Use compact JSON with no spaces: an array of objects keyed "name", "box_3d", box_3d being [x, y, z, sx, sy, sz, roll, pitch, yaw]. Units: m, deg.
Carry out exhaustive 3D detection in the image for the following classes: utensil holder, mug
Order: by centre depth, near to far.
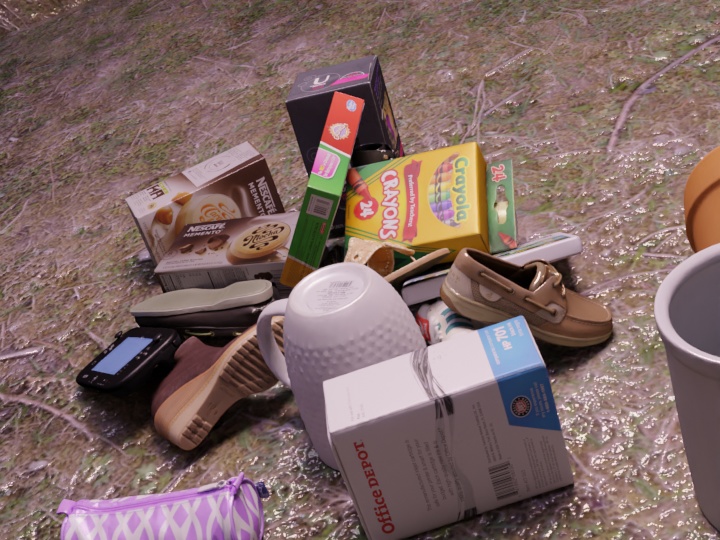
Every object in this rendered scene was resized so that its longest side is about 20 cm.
[{"name":"utensil holder","box_3d":[0.335,0.099,0.894,0.167,0.202,0.171,-14,32,9]},{"name":"mug","box_3d":[-0.025,0.087,1.141,0.198,0.177,0.148,6,39,36]}]

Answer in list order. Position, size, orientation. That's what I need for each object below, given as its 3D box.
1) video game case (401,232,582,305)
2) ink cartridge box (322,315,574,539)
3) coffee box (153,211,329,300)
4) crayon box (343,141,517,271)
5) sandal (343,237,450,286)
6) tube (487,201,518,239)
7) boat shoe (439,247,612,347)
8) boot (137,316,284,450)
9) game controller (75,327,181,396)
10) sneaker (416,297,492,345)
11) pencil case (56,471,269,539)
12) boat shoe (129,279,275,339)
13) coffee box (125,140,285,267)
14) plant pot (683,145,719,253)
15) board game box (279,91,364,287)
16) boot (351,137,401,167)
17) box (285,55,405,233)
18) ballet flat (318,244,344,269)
[{"name":"video game case","box_3d":[0.144,-0.004,1.259,0.197,0.022,0.182,-16,2,5]},{"name":"ink cartridge box","box_3d":[0.080,0.148,1.014,0.197,0.148,0.086,-17,32,4]},{"name":"coffee box","box_3d":[-0.154,-0.008,1.455,0.197,0.081,0.114,-4,35,23]},{"name":"crayon box","box_3d":[0.080,-0.073,1.293,0.197,0.051,0.129,-11,58,19]},{"name":"sandal","box_3d":[-0.003,0.001,1.212,0.211,0.070,0.077,-33,-11,33]},{"name":"tube","box_3d":[0.089,-0.047,1.334,0.197,0.052,0.059,-7,44,19]},{"name":"boat shoe","box_3d":[0.181,0.026,1.143,0.197,0.065,0.072,12,28,-21]},{"name":"boot","box_3d":[-0.168,0.101,1.272,0.200,0.073,0.166,-44,31,-6]},{"name":"game controller","box_3d":[-0.282,0.108,1.336,0.104,0.043,0.199,-34,13,-25]},{"name":"sneaker","box_3d":[0.098,0.076,1.164,0.092,0.071,0.200,5,26,15]},{"name":"pencil case","box_3d":[-0.189,0.249,1.071,0.197,0.086,0.084,-13,29,13]},{"name":"boat shoe","box_3d":[-0.197,0.058,1.396,0.198,0.061,0.072,-7,21,21]},{"name":"coffee box","box_3d":[-0.216,-0.084,1.579,0.198,0.116,0.080,-28,31,-12]},{"name":"plant pot","box_3d":[0.407,-0.017,1.064,0.197,0.201,0.142,-3,51,25]},{"name":"board game box","box_3d":[-0.045,-0.098,1.349,0.040,0.154,0.201,16,40,-4]},{"name":"boot","box_3d":[0.061,-0.091,1.395,0.198,0.141,0.077,9,26,37]},{"name":"box","box_3d":[-0.012,-0.169,1.507,0.120,0.202,0.107,-11,28,14]},{"name":"ballet flat","box_3d":[-0.026,0.035,1.332,0.074,0.068,0.201,-24,34,-2]}]
